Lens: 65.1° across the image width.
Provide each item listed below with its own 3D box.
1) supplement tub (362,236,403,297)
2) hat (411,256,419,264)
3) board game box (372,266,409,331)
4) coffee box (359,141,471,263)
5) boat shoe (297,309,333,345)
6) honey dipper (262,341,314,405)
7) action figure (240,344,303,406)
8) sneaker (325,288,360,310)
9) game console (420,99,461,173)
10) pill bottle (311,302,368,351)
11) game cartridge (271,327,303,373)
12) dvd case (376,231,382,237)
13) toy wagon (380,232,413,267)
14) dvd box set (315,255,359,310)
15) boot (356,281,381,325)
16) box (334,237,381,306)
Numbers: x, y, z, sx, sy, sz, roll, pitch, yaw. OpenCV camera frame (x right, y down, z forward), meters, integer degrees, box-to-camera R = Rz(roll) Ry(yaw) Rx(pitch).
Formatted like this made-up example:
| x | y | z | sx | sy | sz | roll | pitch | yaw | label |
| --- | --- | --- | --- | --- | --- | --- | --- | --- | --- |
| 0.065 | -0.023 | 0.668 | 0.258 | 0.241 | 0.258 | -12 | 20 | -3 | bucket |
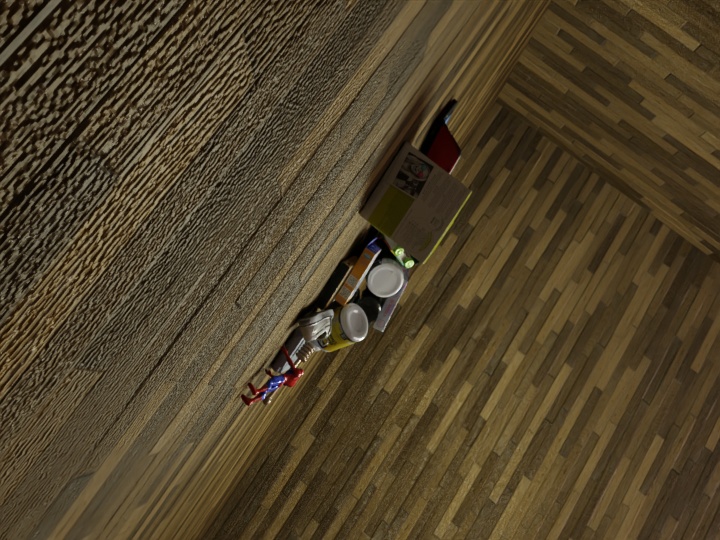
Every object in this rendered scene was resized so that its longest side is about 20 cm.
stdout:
| x | y | z | sx | sy | sz | roll | pitch | yaw | label |
| --- | --- | --- | --- | --- | --- | --- | --- | --- | --- |
| 0.067 | -0.018 | 1.793 | 0.124 | 0.120 | 0.202 | -56 | -160 | 23 | supplement tub |
| 0.157 | -0.143 | 1.841 | 0.205 | 0.162 | 0.176 | -62 | 150 | -7 | hat |
| 0.108 | 0.074 | 1.924 | 0.201 | 0.040 | 0.204 | -72 | -173 | -66 | board game box |
| 0.136 | -0.156 | 1.379 | 0.203 | 0.195 | 0.200 | -55 | 175 | 6 | coffee box |
| -0.111 | 0.157 | 1.506 | 0.072 | 0.090 | 0.202 | -11 | -179 | 10 | boat shoe |
| -0.193 | 0.277 | 1.509 | 0.201 | 0.038 | 0.038 | -52 | 175 | -27 | honey dipper |
| -0.221 | 0.255 | 1.396 | 0.197 | 0.100 | 0.066 | -8 | 141 | -54 | action figure |
| -0.038 | 0.076 | 1.849 | 0.121 | 0.084 | 0.201 | -44 | 176 | -43 | sneaker |
| 0.248 | -0.360 | 1.653 | 0.174 | 0.117 | 0.201 | -52 | 175 | -32 | game console |
| -0.077 | 0.178 | 1.691 | 0.197 | 0.114 | 0.112 | -25 | -164 | 40 | pill bottle |
| -0.188 | 0.220 | 1.590 | 0.135 | 0.040 | 0.200 | -53 | 175 | -4 | game cartridge |
| 0.093 | -0.079 | 1.950 | 0.015 | 0.153 | 0.201 | -11 | 160 | -15 | dvd case |
| 0.099 | -0.102 | 1.747 | 0.039 | 0.158 | 0.200 | -32 | 136 | 12 | toy wagon |
| -0.062 | 0.033 | 1.642 | 0.149 | 0.029 | 0.200 | -58 | 176 | 11 | dvd box set |
| 0.040 | 0.084 | 1.847 | 0.161 | 0.078 | 0.212 | -64 | -178 | -26 | boot |
| 0.000 | 0.000 | 1.643 | 0.203 | 0.041 | 0.119 | -56 | 177 | 14 | box |
